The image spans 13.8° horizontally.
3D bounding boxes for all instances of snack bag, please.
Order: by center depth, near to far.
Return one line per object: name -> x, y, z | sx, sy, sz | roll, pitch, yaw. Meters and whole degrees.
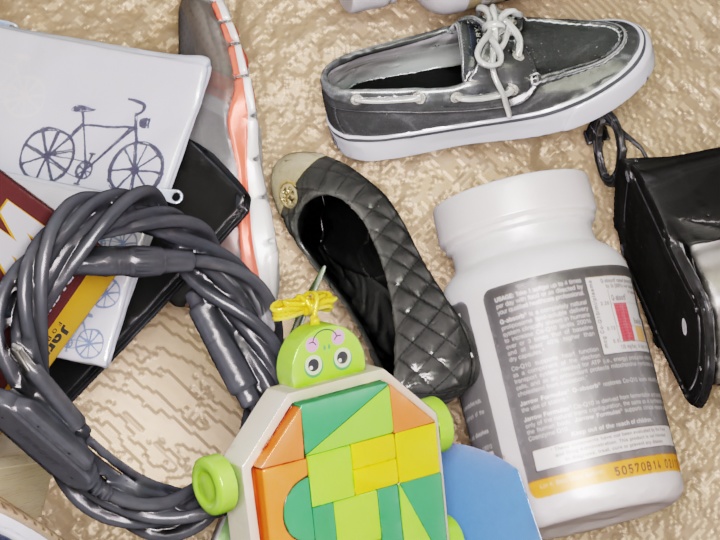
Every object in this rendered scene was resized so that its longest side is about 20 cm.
snack bag -> -0.189, -0.051, 1.720 | 0.189, 0.021, 0.200 | 12, 74, 28

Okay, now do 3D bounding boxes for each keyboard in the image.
keyboard -> -0.156, 0.000, 1.734 | 0.200, 0.040, 0.104 | -45, 73, 6

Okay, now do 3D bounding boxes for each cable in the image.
cable -> -0.114, 0.052, 1.606 | 0.200, 0.051, 0.163 | 42, 66, -24

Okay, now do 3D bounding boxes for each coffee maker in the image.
coffee maker -> 0.261, -0.037, 1.755 | 0.200, 0.135, 0.192 | -15, 78, -10

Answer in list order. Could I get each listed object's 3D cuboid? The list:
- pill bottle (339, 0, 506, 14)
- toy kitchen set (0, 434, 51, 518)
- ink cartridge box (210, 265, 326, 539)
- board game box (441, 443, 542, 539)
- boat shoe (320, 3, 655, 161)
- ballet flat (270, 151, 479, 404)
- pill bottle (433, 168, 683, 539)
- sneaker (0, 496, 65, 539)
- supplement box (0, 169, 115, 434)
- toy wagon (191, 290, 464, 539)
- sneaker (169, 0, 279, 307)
pill bottle -> 0.079, -0.216, 1.786 | 0.200, 0.111, 0.111 | -14, 79, -9
toy kitchen set -> -0.314, 0.147, 1.692 | 0.200, 0.180, 0.163 | -6, 32, -38
ink cartridge box -> -0.036, 0.108, 1.704 | 0.059, 0.104, 0.200 | 21, 76, -2
board game box -> 0.068, 0.196, 1.696 | 0.039, 0.158, 0.200 | -7, 75, -46
boat shoe -> 0.074, -0.123, 1.767 | 0.199, 0.068, 0.074 | -9, 48, 5
ballet flat -> 0.000, 0.000, 1.723 | 0.057, 0.066, 0.200 | -10, 47, -35
pill bottle -> 0.110, 0.050, 1.727 | 0.116, 0.116, 0.200 | -11, 79, -9
sneaker -> -0.193, 0.193, 1.640 | 0.070, 0.200, 0.109 | 28, 79, 44
supplement box -> -0.276, -0.032, 1.613 | 0.197, 0.200, 0.133 | 34, 87, 39
toy wagon -> -0.016, 0.111, 1.615 | 0.155, 0.040, 0.200 | -13, 105, -32
sneaker -> -0.098, -0.071, 1.755 | 0.082, 0.077, 0.200 | -9, 77, -1
